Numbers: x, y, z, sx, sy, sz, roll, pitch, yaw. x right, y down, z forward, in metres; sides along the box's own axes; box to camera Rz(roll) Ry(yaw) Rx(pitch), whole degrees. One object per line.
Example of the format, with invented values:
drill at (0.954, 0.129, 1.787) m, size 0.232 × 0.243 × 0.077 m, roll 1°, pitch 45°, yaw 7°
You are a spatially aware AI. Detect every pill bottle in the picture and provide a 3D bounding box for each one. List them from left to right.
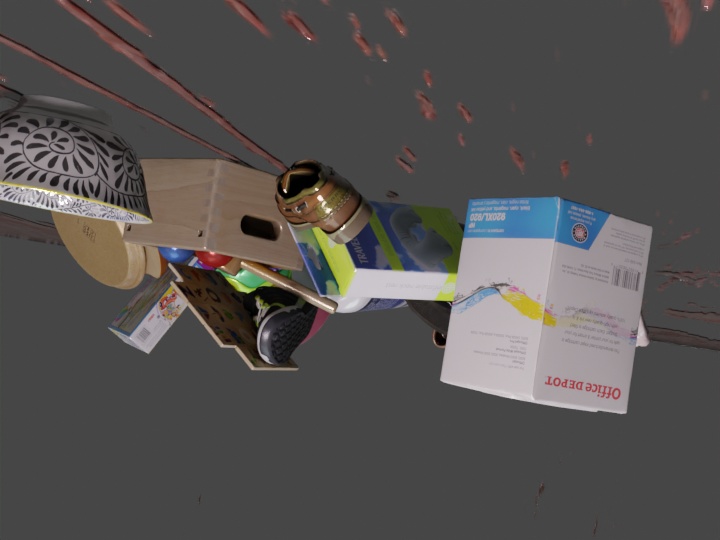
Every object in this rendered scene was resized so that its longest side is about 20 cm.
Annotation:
pill bottle at (0.000, 0.000, 1.522) m, size 0.110 × 0.113 × 0.199 m, roll 6°, pitch -174°, yaw 37°

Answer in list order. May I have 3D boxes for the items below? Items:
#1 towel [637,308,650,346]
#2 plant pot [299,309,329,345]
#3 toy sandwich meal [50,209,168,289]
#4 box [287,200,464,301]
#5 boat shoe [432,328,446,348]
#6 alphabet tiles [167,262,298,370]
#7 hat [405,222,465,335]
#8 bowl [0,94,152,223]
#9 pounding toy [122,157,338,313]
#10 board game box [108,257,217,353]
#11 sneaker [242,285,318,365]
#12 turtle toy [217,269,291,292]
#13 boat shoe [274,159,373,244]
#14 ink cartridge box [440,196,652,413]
towel at (0.267, 0.033, 1.459) m, size 0.198 × 0.032 × 0.192 m, roll 0°, pitch 141°, yaw 28°
plant pot at (-0.165, 0.013, 1.897) m, size 0.199 × 0.202 × 0.179 m, roll 6°, pitch 160°, yaw 42°
toy sandwich meal at (-0.331, -0.066, 1.482) m, size 0.204 × 0.207 × 0.070 m, roll 6°, pitch -147°, yaw 44°
box at (0.031, -0.023, 1.222) m, size 0.198 × 0.048 × 0.123 m, roll 3°, pitch -139°, yaw -31°
boat shoe at (0.167, 0.045, 1.559) m, size 0.076 × 0.201 × 0.072 m, roll 42°, pitch -142°, yaw 11°
alphabet tiles at (-0.151, 0.057, 1.341) m, size 0.167 × 0.006 × 0.200 m, roll 48°, pitch -169°, yaw 17°
hat at (0.113, -0.010, 1.413) m, size 0.199 × 0.081 × 0.202 m, roll 31°, pitch 150°, yaw 20°
bowl at (-0.288, -0.110, 1.061) m, size 0.198 × 0.095 × 0.201 m, roll 10°, pitch 175°, yaw 1°
pounding toy at (-0.144, -0.041, 1.314) m, size 0.183 × 0.144 × 0.199 m, roll 6°, pitch 175°, yaw 43°
board game box at (-0.243, 0.013, 1.467) m, size 0.034 × 0.201 × 0.134 m, roll 43°, pitch 166°, yaw -20°
sneaker at (-0.110, 0.060, 1.347) m, size 0.082 × 0.072 × 0.200 m, roll 21°, pitch -172°, yaw 7°
turtle toy at (-0.140, -0.022, 1.588) m, size 0.198 × 0.102 × 0.146 m, roll 0°, pitch -147°, yaw -18°
boat shoe at (-0.050, -0.083, 1.135) m, size 0.068 × 0.072 × 0.200 m, roll 44°, pitch 170°, yaw -22°
ink cartridge box at (0.194, 0.037, 1.170) m, size 0.146 × 0.202 × 0.144 m, roll 13°, pitch 174°, yaw -36°
